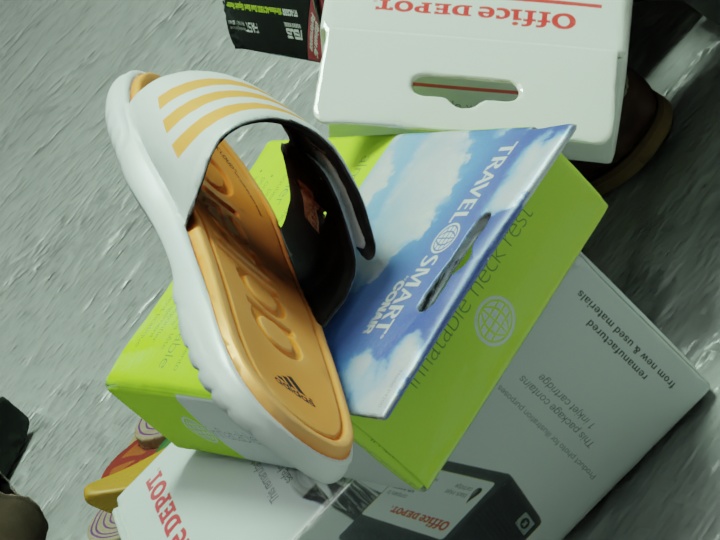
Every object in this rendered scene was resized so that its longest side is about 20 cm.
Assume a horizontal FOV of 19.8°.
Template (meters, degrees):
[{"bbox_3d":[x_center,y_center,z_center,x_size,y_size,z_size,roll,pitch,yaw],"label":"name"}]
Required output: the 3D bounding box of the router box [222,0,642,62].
[{"bbox_3d":[0.046,-0.148,0.979,0.200,0.062,0.150,-13,13,-17],"label":"router box"}]

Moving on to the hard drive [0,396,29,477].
[{"bbox_3d":[-0.291,0.166,1.256,0.200,0.033,0.140,-29,27,39],"label":"hard drive"}]

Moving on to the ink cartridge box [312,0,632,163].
[{"bbox_3d":[0.049,-0.111,0.811,0.067,0.117,0.200,88,-171,-54],"label":"ink cartridge box"}]

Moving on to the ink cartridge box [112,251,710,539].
[{"bbox_3d":[0.012,0.067,0.774,0.200,0.084,0.145,-46,23,2],"label":"ink cartridge box"}]

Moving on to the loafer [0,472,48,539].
[{"bbox_3d":[-0.200,0.141,1.067,0.071,0.073,0.200,-48,22,-4],"label":"loafer"}]

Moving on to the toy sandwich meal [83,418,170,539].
[{"bbox_3d":[-0.067,0.049,0.980,0.205,0.070,0.205,-39,22,20],"label":"toy sandwich meal"}]

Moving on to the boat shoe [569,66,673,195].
[{"bbox_3d":[0.066,-0.077,0.951,0.070,0.070,0.200,-52,23,-12],"label":"boat shoe"}]

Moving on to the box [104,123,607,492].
[{"bbox_3d":[-0.002,0.010,0.720,0.200,0.048,0.122,2,54,58],"label":"box"}]

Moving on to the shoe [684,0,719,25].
[{"bbox_3d":[0.189,-0.146,0.842,0.091,0.071,0.200,-47,27,-4],"label":"shoe"}]

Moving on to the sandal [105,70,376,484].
[{"bbox_3d":[-0.024,-0.012,0.653,0.059,0.079,0.207,-43,35,12],"label":"sandal"}]
